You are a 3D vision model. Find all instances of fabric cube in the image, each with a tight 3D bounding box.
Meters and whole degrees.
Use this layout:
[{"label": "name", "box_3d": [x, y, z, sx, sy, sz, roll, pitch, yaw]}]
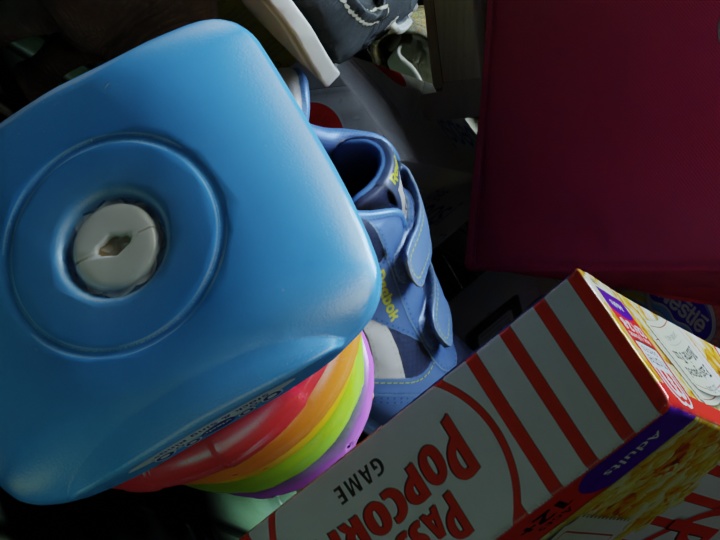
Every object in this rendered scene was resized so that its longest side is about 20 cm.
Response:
[{"label": "fabric cube", "box_3d": [0.186, -0.086, 0.878, 0.200, 0.199, 0.196, 7, 86, -40]}]

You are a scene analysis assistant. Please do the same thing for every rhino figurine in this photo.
[{"label": "rhino figurine", "box_3d": [-0.096, -0.097, 0.712, 0.200, 0.087, 0.060, 55, 15, 17]}]

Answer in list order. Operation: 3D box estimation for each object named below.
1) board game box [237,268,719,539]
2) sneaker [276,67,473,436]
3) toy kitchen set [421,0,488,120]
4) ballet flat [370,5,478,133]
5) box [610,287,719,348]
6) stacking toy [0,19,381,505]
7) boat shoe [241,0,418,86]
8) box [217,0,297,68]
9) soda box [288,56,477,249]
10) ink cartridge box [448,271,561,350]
[{"label": "board game box", "box_3d": [0.050, 0.079, 0.600, 0.046, 0.151, 0.200, 57, 16, 24]}, {"label": "sneaker", "box_3d": [0.000, 0.000, 0.781, 0.200, 0.082, 0.074, 42, 15, -37]}, {"label": "toy kitchen set", "box_3d": [0.082, -0.081, 1.040, 0.200, 0.180, 0.163, -11, 96, -38]}, {"label": "ballet flat", "box_3d": [0.071, -0.077, 1.247, 0.200, 0.071, 0.071, 56, 15, 15]}, {"label": "box", "box_3d": [0.182, 0.045, 1.081, 0.103, 0.095, 0.200, 11, 27, -47]}, {"label": "stacking toy", "box_3d": [-0.037, 0.027, 0.607, 0.110, 0.116, 0.200, 62, 4, 25]}, {"label": "boat shoe", "box_3d": [-0.013, -0.110, 0.732, 0.076, 0.060, 0.200, 52, 4, -7]}, {"label": "box", "box_3d": [-0.097, -0.158, 0.934, 0.200, 0.050, 0.075, 42, 19, -29]}, {"label": "soda box", "box_3d": [0.007, -0.053, 0.968, 0.068, 0.063, 0.200, 54, 14, 12]}, {"label": "ink cartridge box", "box_3d": [0.095, 0.067, 0.934, 0.116, 0.067, 0.200, 44, 16, -20]}]
